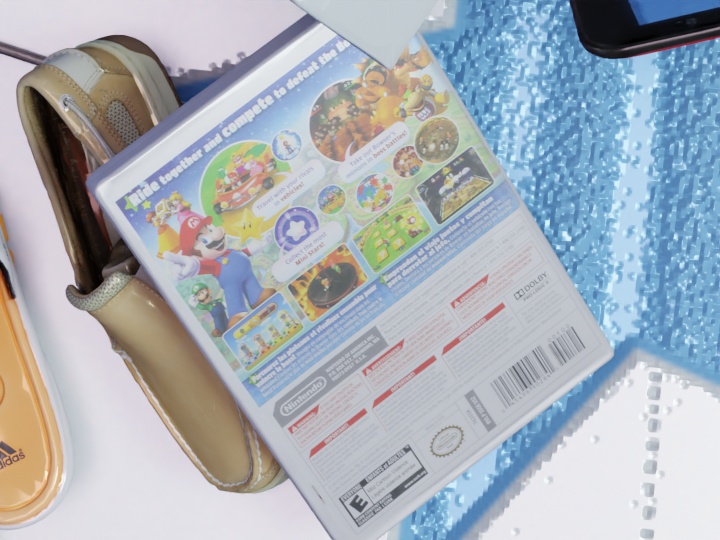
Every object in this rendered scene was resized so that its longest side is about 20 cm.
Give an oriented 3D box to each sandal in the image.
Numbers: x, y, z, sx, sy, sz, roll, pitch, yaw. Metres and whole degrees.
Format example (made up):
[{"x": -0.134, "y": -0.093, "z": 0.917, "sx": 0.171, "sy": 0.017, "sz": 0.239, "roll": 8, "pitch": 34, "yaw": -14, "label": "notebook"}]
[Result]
[{"x": -0.177, "y": 0.008, "z": 1.170, "sx": 0.079, "sy": 0.059, "sz": 0.207, "roll": -28, "pitch": 81, "yaw": -1, "label": "sandal"}]

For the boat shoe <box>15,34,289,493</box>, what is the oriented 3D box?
[{"x": -0.091, "y": 0.006, "z": 1.158, "sx": 0.072, "sy": 0.076, "sz": 0.201, "roll": -25, "pitch": 92, "yaw": 36, "label": "boat shoe"}]

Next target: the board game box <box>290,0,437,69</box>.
[{"x": -0.016, "y": -0.186, "z": 1.098, "sx": 0.064, "sy": 0.200, "sz": 0.148, "roll": 31, "pitch": 96, "yaw": -41, "label": "board game box"}]

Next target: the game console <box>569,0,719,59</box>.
[{"x": 0.167, "y": -0.186, "z": 1.122, "sx": 0.199, "sy": 0.119, "sz": 0.173, "roll": -12, "pitch": 92, "yaw": 4, "label": "game console"}]

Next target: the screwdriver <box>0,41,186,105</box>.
[{"x": -0.068, "y": -0.071, "z": 1.194, "sx": 0.199, "sy": 0.028, "sz": 0.029, "roll": 23, "pitch": 64, "yaw": 9, "label": "screwdriver"}]

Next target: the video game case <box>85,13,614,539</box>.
[{"x": 0.000, "y": 0.000, "z": 1.137, "sx": 0.143, "sy": 0.018, "sz": 0.200, "roll": -37, "pitch": 116, "yaw": -7, "label": "video game case"}]
